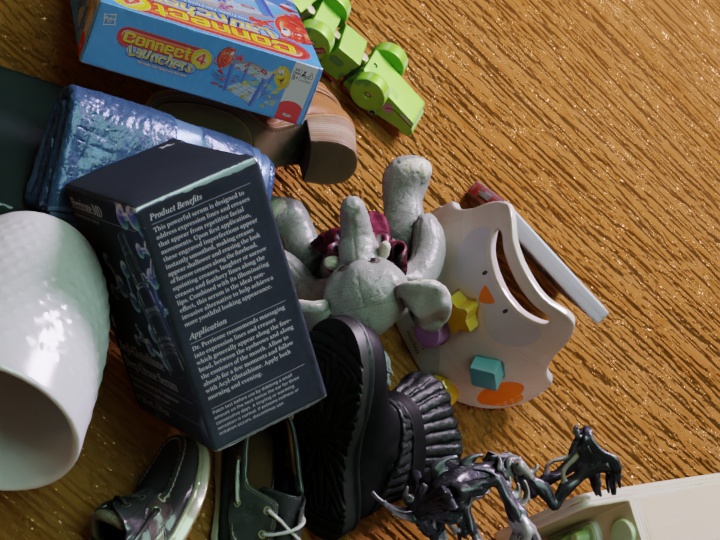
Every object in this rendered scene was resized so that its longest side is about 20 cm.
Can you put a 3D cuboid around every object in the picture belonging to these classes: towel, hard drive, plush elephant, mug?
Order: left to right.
[{"bbox_3d":[-0.283,0.044,1.274,0.198,0.148,0.176,10,46,0],"label":"mug"},{"bbox_3d":[-0.243,-0.087,1.440,0.199,0.033,0.141,17,57,-32],"label":"hard drive"},{"bbox_3d":[-0.166,-0.072,1.412,0.199,0.048,0.113,18,83,-29],"label":"towel"},{"bbox_3d":[0.000,0.000,1.489,0.163,0.155,0.202,-10,84,-2],"label":"plush elephant"}]

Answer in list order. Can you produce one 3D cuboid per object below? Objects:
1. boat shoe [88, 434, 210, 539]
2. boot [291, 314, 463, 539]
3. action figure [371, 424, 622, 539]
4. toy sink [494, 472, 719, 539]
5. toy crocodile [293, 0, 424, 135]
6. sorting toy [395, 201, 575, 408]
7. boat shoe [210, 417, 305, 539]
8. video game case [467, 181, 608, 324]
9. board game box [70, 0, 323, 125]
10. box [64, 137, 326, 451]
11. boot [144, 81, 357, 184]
[{"bbox_3d":[-0.175,0.200,1.310,0.065,0.072,0.201,39,53,-21],"label":"boat shoe"},{"bbox_3d":[0.020,0.112,1.454,0.079,0.213,0.157,31,38,35],"label":"boot"},{"bbox_3d":[0.114,0.193,1.419,0.198,0.119,0.103,-15,91,-13],"label":"action figure"},{"bbox_3d":[0.243,0.264,1.571,0.199,0.130,0.113,-1,67,-40],"label":"toy sink"},{"bbox_3d":[-0.015,-0.208,1.682,0.200,0.062,0.068,41,46,-20],"label":"toy crocodile"},{"bbox_3d":[0.114,0.024,1.558,0.106,0.180,0.201,-25,83,-35],"label":"sorting toy"},{"bbox_3d":[-0.077,0.202,1.391,0.071,0.067,0.202,13,60,-35],"label":"boat shoe"},{"bbox_3d":[0.166,-0.021,1.655,0.143,0.017,0.200,47,3,-9],"label":"video game case"},{"bbox_3d":[-0.147,-0.216,1.491,0.199,0.056,0.196,14,26,-22],"label":"board game box"},{"bbox_3d":[-0.127,0.015,1.332,0.107,0.148,0.201,-24,110,-24],"label":"box"},{"bbox_3d":[-0.102,-0.140,1.539,0.199,0.074,0.155,15,26,-19],"label":"boot"}]
